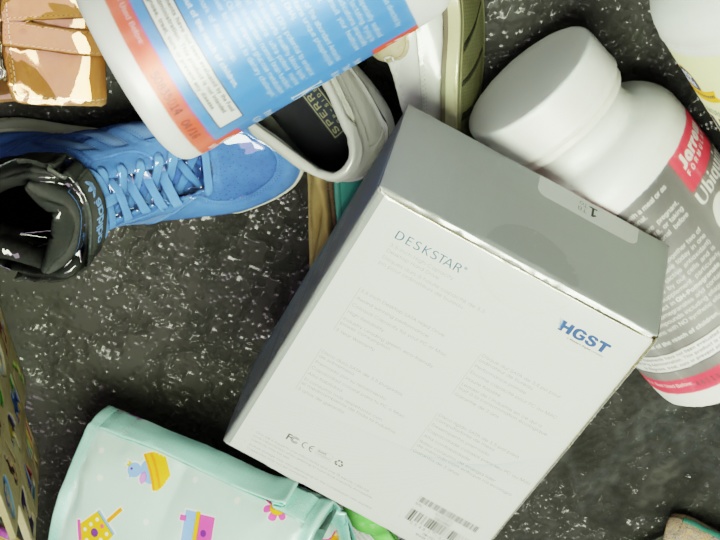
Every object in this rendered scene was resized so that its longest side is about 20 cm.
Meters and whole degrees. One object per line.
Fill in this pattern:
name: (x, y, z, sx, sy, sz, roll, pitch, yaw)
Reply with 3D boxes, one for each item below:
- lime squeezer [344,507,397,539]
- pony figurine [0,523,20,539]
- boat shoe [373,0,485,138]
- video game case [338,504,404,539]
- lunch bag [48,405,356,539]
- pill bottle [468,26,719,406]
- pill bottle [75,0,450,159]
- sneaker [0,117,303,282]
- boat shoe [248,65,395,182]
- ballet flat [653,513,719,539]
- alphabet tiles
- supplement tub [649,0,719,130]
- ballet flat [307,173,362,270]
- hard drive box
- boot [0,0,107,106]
lime squeezer: (0.027, 0.121, 1.066, 0.070, 0.038, 0.202, 11, 105, 11)
pony figurine: (-0.323, 0.156, 1.094, 0.200, 0.167, 0.193, 41, 108, -1)
boat shoe: (0.026, -0.146, 0.928, 0.068, 0.075, 0.202, 3, 116, 14)
video game case: (0.006, 0.237, 1.172, 0.181, 0.023, 0.200, -31, 114, 20)
lunch bag: (-0.096, 0.189, 1.067, 0.169, 0.122, 0.202, 21, 119, 23)
pill bottle: (0.149, -0.030, 0.955, 0.110, 0.111, 0.200, -34, 113, 21)
pill bottle: (-0.025, -0.146, 0.822, 0.199, 0.112, 0.113, -29, 114, 6)
sneaker: (-0.130, -0.041, 0.972, 0.198, 0.112, 0.077, 0, 120, 4)
boat shoe: (-0.064, -0.123, 0.915, 0.072, 0.066, 0.201, -38, 88, 18)
ballet flat: (0.168, 0.232, 1.140, 0.067, 0.068, 0.201, 36, 112, 6)
alphabet tiles: (-0.213, 0.051, 1.000, 0.006, 0.167, 0.202, -13, 119, -1)
supplement tub: (0.233, -0.119, 0.879, 0.144, 0.145, 0.201, -29, 113, 19)
ballet flat: (0.000, 0.000, 1.013, 0.068, 0.063, 0.202, -7, 116, -18)
hard drive box: (0.041, 0.040, 0.917, 0.155, 0.077, 0.201, 28, 129, -7)
boot: (-0.141, -0.161, 0.889, 0.198, 0.077, 0.157, -4, 95, 17)
